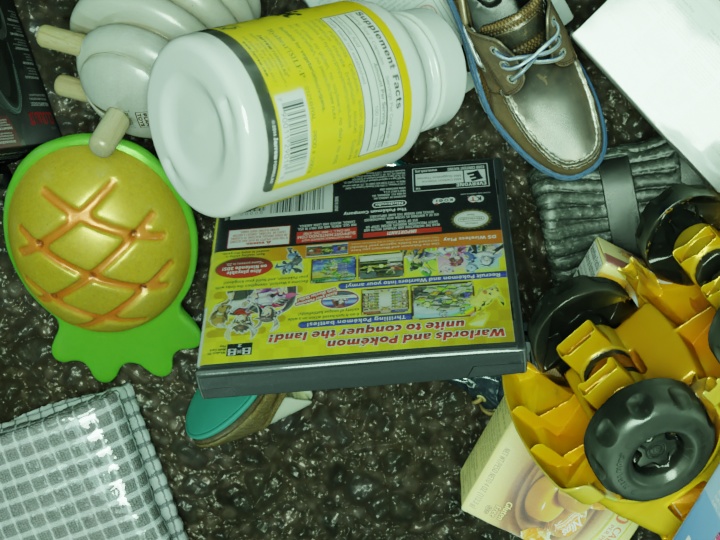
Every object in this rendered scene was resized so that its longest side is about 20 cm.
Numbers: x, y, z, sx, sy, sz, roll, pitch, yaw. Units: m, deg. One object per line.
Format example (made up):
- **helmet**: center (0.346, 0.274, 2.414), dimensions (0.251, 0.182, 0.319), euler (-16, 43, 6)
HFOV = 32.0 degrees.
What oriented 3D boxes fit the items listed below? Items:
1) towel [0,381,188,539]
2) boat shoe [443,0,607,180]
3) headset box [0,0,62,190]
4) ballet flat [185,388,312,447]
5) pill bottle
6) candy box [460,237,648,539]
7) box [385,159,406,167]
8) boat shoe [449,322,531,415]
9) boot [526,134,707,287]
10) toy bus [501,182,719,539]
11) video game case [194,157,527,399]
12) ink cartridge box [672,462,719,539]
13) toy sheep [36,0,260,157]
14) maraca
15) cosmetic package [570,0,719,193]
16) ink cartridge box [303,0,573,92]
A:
- **towel**: center (-0.239, 0.193, 0.932), dimensions (0.197, 0.086, 0.168), euler (-21, 95, 6)
- **boat shoe**: center (0.100, -0.151, 0.825), dimensions (0.072, 0.072, 0.202), euler (-31, 88, 2)
- **headset box**: center (-0.283, -0.149, 0.857), dimensions (0.076, 0.149, 0.203), euler (-19, 95, 7)
- **ballet flat**: center (-0.054, 0.062, 0.906), dimensions (0.072, 0.068, 0.201), euler (14, 124, -32)
- **pill bottle**: center (-0.027, -0.111, 0.803), dimensions (0.198, 0.111, 0.113), euler (-20, 98, -38)
- **candy box**: center (0.161, 0.094, 0.843), dimensions (0.114, 0.055, 0.202), euler (25, 109, -6)
- **box**: center (-0.012, -0.057, 0.902), dimensions (0.198, 0.049, 0.083), euler (32, 98, -1)
- **boat shoe**: center (0.104, 0.086, 0.903), dimensions (0.197, 0.071, 0.092), euler (5, 104, 6)
- **boot**: center (0.215, 0.004, 0.881), dimensions (0.156, 0.079, 0.214), euler (-21, 91, 3)
- **toy bus**: center (0.215, 0.070, 0.741), dimensions (0.191, 0.136, 0.200), euler (38, 107, -28)
- **video game case**: center (0.000, 0.000, 0.803), dimensions (0.197, 0.182, 0.026), euler (-5, 133, 4)
- **ink cartridge box**: center (0.255, 0.121, 0.674), dimensions (0.135, 0.077, 0.202), euler (-12, 136, -29)
- **toy sheep**: center (-0.138, -0.156, 0.851), dimensions (0.136, 0.138, 0.202), euler (21, 64, 0)
- **maraca**: center (-0.180, -0.005, 0.896), dimensions (0.135, 0.108, 0.202), euler (-4, 122, 4)
- **cosmetic package**: center (0.232, -0.107, 0.809), dimensions (0.082, 0.051, 0.200), euler (-42, 89, 13)
- **ink cartridge box**: center (0.033, -0.223, 0.890), dimensions (0.161, 0.057, 0.201), euler (-33, 115, 6)
